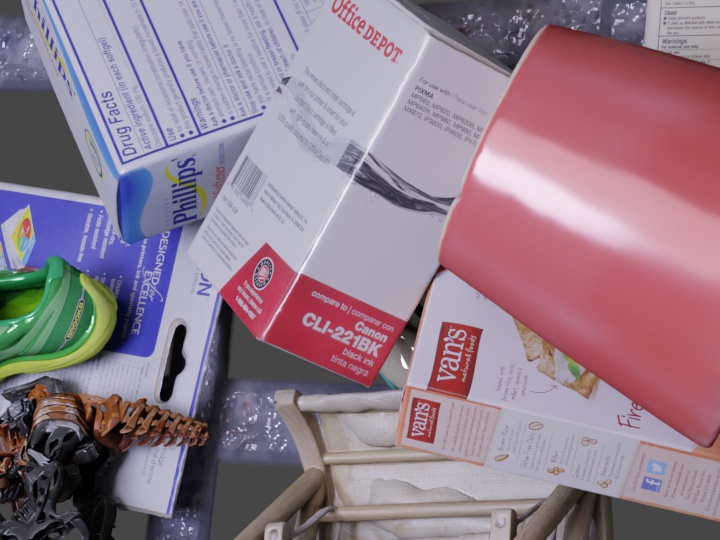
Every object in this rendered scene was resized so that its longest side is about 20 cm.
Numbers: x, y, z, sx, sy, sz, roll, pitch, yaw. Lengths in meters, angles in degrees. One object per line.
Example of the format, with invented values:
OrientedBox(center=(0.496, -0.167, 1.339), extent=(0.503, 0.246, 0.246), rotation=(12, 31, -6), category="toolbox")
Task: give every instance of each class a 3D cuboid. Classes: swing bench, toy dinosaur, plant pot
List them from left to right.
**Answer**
OrientedBox(center=(-0.191, 0.121, 1.765), extent=(0.200, 0.102, 0.136), rotation=(-30, 48, 43), category="toy dinosaur")
OrientedBox(center=(0.029, 0.170, 1.648), extent=(0.198, 0.130, 0.200), rotation=(-4, 37, 28), category="swing bench")
OrientedBox(center=(0.148, -0.031, 1.498), extent=(0.177, 0.200, 0.201), rotation=(25, 91, 7), category="plant pot")

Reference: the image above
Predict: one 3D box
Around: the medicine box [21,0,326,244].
OrientedBox(center=(-0.090, -0.143, 1.761), extent=(0.199, 0.103, 0.183), rotation=(-20, 67, -11), category="medicine box")

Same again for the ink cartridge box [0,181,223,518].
OrientedBox(center=(-0.175, 0.052, 1.844), extent=(0.199, 0.047, 0.198), rotation=(10, 82, 26), category="ink cartridge box")

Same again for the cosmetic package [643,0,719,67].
OrientedBox(center=(0.220, -0.092, 1.653), extent=(0.105, 0.071, 0.201), rotation=(3, 80, 26), category="cosmetic package")

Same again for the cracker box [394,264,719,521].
OrientedBox(center=(0.129, 0.057, 1.595), extent=(0.199, 0.058, 0.134), rotation=(12, 45, 3), category="cracker box")

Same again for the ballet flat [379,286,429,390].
OrientedBox(center=(0.000, 0.000, 1.747), extent=(0.200, 0.069, 0.070), rotation=(43, 100, 21), category="ballet flat")

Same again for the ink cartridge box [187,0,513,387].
OrientedBox(center=(-0.002, -0.057, 1.632), extent=(0.200, 0.084, 0.144), rotation=(-61, 28, 9), category="ink cartridge box")

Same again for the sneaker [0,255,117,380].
OrientedBox(center=(-0.254, 0.038, 1.808), extent=(0.200, 0.084, 0.074), rotation=(-23, 40, 16), category="sneaker")
